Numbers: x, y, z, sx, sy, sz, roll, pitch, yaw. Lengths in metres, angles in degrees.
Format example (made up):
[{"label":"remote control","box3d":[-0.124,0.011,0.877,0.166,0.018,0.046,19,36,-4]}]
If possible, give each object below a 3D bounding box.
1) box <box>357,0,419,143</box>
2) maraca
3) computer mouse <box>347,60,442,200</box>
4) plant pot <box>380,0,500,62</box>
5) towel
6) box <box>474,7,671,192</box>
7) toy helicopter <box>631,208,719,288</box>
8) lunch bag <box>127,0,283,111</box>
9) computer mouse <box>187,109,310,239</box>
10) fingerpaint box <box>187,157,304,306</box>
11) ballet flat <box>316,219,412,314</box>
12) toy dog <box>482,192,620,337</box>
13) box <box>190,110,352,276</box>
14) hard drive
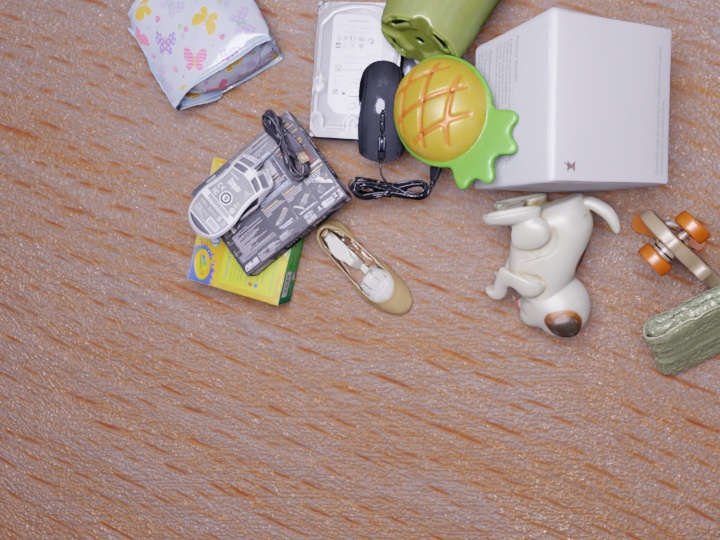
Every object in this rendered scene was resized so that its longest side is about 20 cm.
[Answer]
[{"label":"box","box3d":[0.028,-0.301,0.929,0.117,0.041,0.203,27,96,8]},{"label":"maraca","box3d":[0.120,-0.197,0.775,0.200,0.106,0.138,49,118,26]},{"label":"computer mouse","box3d":[0.058,-0.199,0.854,0.137,0.046,0.205,7,97,0]},{"label":"plant pot","box3d":[0.119,-0.391,0.805,0.197,0.200,0.193,25,87,8]},{"label":"towel","box3d":[0.497,0.069,0.820,0.198,0.148,0.037,-33,44,15]},{"label":"box","box3d":[0.276,-0.210,0.784,0.196,0.171,0.204,-2,94,-21]},{"label":"toy helicopter","box3d":[0.465,-0.019,0.835,0.199,0.133,0.079,36,113,-17]},{"label":"lunch bag","box3d":[-0.250,-0.376,0.937,0.198,0.127,0.172,-30,90,2]},{"label":"computer mouse","box3d":[-0.168,-0.128,0.856,0.199,0.044,0.110,-41,88,2]},{"label":"fingerpaint box","box3d":[-0.177,-0.064,0.968,0.164,0.073,0.204,14,94,9]},{"label":"ballet flat","box3d":[0.000,0.000,0.943,0.200,0.063,0.069,43,101,5]},{"label":"toy dog","box3d":[0.276,-0.005,0.858,0.190,0.140,0.204,-8,104,16]},{"label":"box","box3d":[-0.136,-0.114,0.896,0.199,0.050,0.159,-38,85,8]},{"label":"hard drive","box3d":[-0.004,-0.301,0.898,0.137,0.038,0.205,7,96,11]}]
